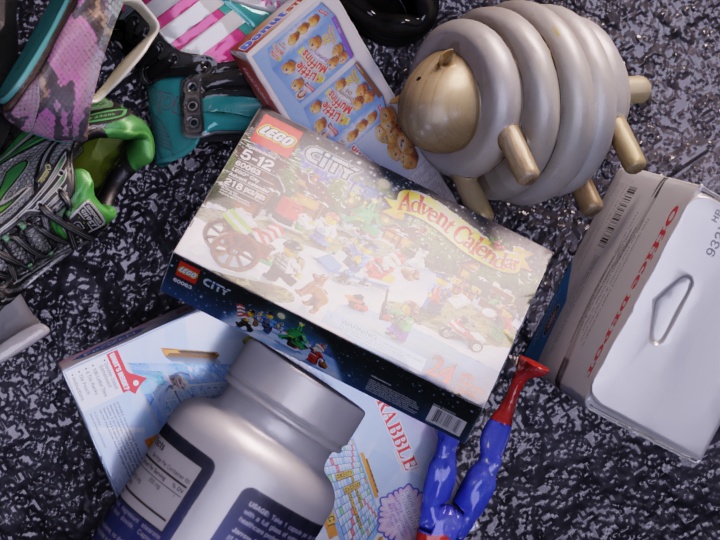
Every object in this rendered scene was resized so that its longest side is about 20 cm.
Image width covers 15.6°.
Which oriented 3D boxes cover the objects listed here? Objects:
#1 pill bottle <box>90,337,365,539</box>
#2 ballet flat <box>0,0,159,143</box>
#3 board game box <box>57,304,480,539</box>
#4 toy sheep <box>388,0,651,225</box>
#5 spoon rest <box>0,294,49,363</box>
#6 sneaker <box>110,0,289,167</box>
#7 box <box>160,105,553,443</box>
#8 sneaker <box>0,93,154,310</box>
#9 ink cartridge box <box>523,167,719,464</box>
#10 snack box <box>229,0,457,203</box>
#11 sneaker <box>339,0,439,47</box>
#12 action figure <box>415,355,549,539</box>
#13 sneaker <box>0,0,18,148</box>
[{"bbox_3d":[-0.084,0.144,1.527,0.111,0.111,0.201,33,90,-9],"label":"pill bottle"},{"bbox_3d":[-0.145,-0.168,1.546,0.071,0.069,0.201,25,85,-22],"label":"ballet flat"},{"bbox_3d":[-0.055,0.107,1.607,0.198,0.041,0.201,-24,100,-7],"label":"board game box"},{"bbox_3d":[0.104,-0.101,1.621,0.199,0.137,0.139,-4,98,-41],"label":"toy sheep"},{"bbox_3d":[-0.258,-0.034,1.627,0.099,0.061,0.201,-30,85,-5],"label":"spoon rest"},{"bbox_3d":[-0.123,-0.127,1.618,0.199,0.084,0.122,14,84,-10],"label":"sneaker"},{"bbox_3d":[0.000,0.000,1.542,0.199,0.038,0.137,26,48,1],"label":"box"},{"bbox_3d":[-0.199,-0.032,1.549,0.200,0.085,0.078,-55,135,-25],"label":"sneaker"},{"bbox_3d":[0.183,0.023,1.609,0.083,0.200,0.146,28,92,-9],"label":"ink cartridge box"},{"bbox_3d":[-0.002,-0.077,1.624,0.072,0.024,0.201,-41,120,-17],"label":"snack box"},{"bbox_3d":[-0.028,-0.213,1.615,0.199,0.091,0.076,34,92,-8],"label":"sneaker"},{"bbox_3d":[0.057,0.148,1.564,0.065,0.099,0.201,19,95,-12],"label":"action figure"},{"bbox_3d":[-0.265,-0.131,1.571,0.114,0.076,0.201,-16,63,29],"label":"sneaker"}]
